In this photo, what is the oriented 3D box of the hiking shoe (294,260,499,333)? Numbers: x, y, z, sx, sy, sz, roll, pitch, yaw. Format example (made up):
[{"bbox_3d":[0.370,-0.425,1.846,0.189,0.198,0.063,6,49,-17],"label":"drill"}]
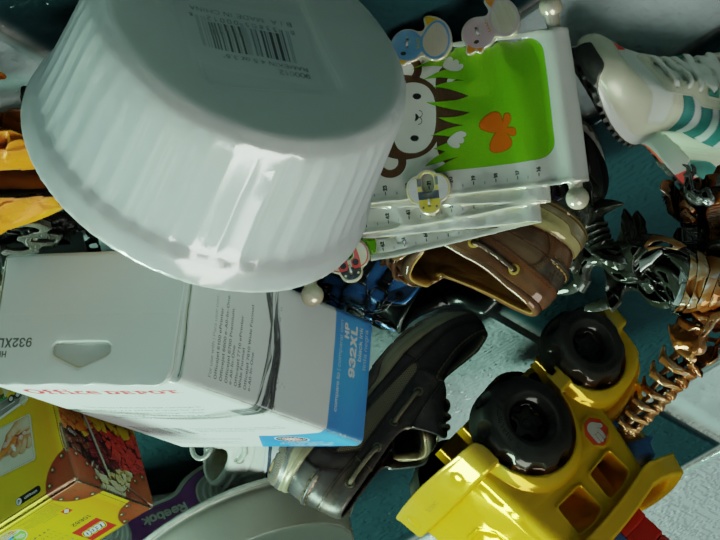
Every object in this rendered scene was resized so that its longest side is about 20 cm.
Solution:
[{"bbox_3d":[0.000,0.000,1.666,0.200,0.087,0.074,-12,147,-10],"label":"hiking shoe"}]

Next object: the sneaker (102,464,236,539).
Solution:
[{"bbox_3d":[-0.156,0.204,1.907,0.200,0.075,0.100,-12,147,-10],"label":"sneaker"}]

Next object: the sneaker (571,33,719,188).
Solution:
[{"bbox_3d":[0.202,-0.116,1.620,0.093,0.070,0.200,-37,147,15],"label":"sneaker"}]

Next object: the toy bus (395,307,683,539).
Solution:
[{"bbox_3d":[0.156,0.146,1.814,0.200,0.192,0.136,-45,175,-37],"label":"toy bus"}]

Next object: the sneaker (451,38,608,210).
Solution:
[{"bbox_3d":[0.102,-0.061,1.624,0.076,0.088,0.200,-31,146,18],"label":"sneaker"}]

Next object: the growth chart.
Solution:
[{"bbox_3d":[0.040,-0.076,1.532,0.200,0.145,0.018,-18,173,15],"label":"growth chart"}]

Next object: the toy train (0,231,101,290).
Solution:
[{"bbox_3d":[-0.258,0.006,1.596,0.200,0.034,0.046,-10,151,-12],"label":"toy train"}]

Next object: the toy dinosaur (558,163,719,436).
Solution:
[{"bbox_3d":[0.197,-0.003,1.583,0.200,0.136,0.102,-56,145,-25],"label":"toy dinosaur"}]

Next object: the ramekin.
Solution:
[{"bbox_3d":[-0.073,-0.093,1.394,0.200,0.201,0.098,3,135,-30],"label":"ramekin"}]

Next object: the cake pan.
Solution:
[{"bbox_3d":[-0.088,0.216,1.884,0.200,0.037,0.200,-22,153,-12],"label":"cake pan"}]

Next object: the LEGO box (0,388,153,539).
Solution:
[{"bbox_3d":[-0.247,0.128,1.678,0.200,0.149,0.077,-32,146,22],"label":"LEGO box"}]

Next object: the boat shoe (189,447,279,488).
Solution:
[{"bbox_3d":[-0.094,0.099,1.794,0.086,0.075,0.202,-9,157,-8],"label":"boat shoe"}]

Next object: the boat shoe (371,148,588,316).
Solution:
[{"bbox_3d":[0.034,-0.027,1.573,0.200,0.068,0.072,18,162,19],"label":"boat shoe"}]

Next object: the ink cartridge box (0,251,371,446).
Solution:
[{"bbox_3d":[-0.107,0.050,1.587,0.145,0.084,0.200,-2,165,32],"label":"ink cartridge box"}]

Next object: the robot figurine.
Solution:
[{"bbox_3d":[-0.206,-0.066,1.489,0.200,0.058,0.145,-4,146,-20],"label":"robot figurine"}]

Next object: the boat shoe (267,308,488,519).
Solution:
[{"bbox_3d":[0.024,0.103,1.784,0.200,0.073,0.075,-40,165,-29],"label":"boat shoe"}]
